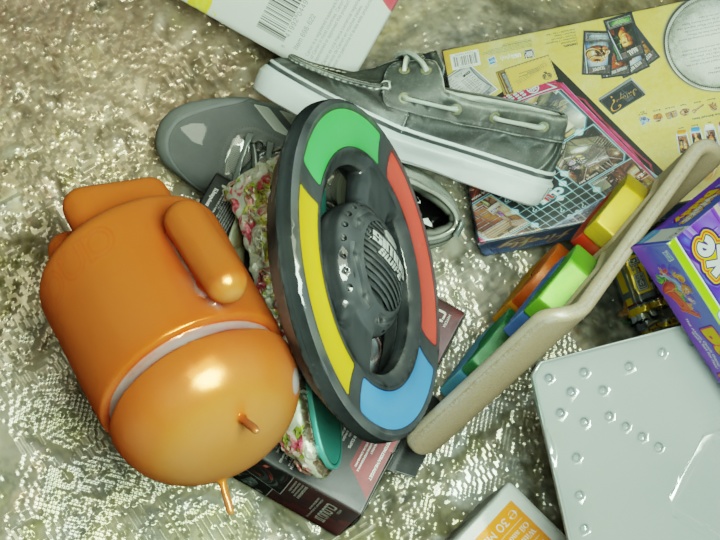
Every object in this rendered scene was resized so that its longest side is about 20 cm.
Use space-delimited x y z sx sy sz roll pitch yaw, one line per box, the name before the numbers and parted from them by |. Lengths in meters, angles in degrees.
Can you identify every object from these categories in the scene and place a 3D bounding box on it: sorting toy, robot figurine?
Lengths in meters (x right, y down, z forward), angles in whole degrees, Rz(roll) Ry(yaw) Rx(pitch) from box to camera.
sorting toy | 0.118 0.012 1.566 0.036 0.185 0.200 44 50 1
robot figurine | -0.107 0.039 1.470 0.144 0.117 0.200 -39 58 12

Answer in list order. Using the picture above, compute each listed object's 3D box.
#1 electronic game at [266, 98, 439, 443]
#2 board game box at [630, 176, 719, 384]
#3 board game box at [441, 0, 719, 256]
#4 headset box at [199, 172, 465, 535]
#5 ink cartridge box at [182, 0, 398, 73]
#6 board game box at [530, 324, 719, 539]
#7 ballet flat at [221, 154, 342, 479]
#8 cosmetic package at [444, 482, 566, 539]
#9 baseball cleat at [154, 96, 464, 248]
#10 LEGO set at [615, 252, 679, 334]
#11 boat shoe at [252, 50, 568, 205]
electronic game | 0.000 0.000 1.495 0.042 0.200 0.200 -11 72 23
board game box | 0.265 0.029 1.500 0.134 0.045 0.200 -38 102 -19
board game box | 0.162 -0.095 1.681 0.200 0.035 0.136 -11 75 5
headset box | -0.042 0.058 1.598 0.200 0.075 0.149 29 70 -3
ink cartridge box | -0.056 -0.231 1.639 0.200 0.145 0.083 30 35 -3
board game box | 0.210 0.128 1.527 0.200 0.026 0.200 -14 94 -13
ballet flat | -0.048 0.029 1.539 0.064 0.076 0.200 -10 70 18
cosmetic package | 0.121 0.238 1.584 0.200 0.071 0.101 44 69 2
baseball cleat | -0.029 -0.063 1.621 0.200 0.106 0.070 14 90 -6
LEGO set | 0.260 0.015 1.633 0.154 0.200 0.116 -14 81 -36
boat shoe | 0.034 -0.105 1.623 0.200 0.072 0.071 18 100 -13
